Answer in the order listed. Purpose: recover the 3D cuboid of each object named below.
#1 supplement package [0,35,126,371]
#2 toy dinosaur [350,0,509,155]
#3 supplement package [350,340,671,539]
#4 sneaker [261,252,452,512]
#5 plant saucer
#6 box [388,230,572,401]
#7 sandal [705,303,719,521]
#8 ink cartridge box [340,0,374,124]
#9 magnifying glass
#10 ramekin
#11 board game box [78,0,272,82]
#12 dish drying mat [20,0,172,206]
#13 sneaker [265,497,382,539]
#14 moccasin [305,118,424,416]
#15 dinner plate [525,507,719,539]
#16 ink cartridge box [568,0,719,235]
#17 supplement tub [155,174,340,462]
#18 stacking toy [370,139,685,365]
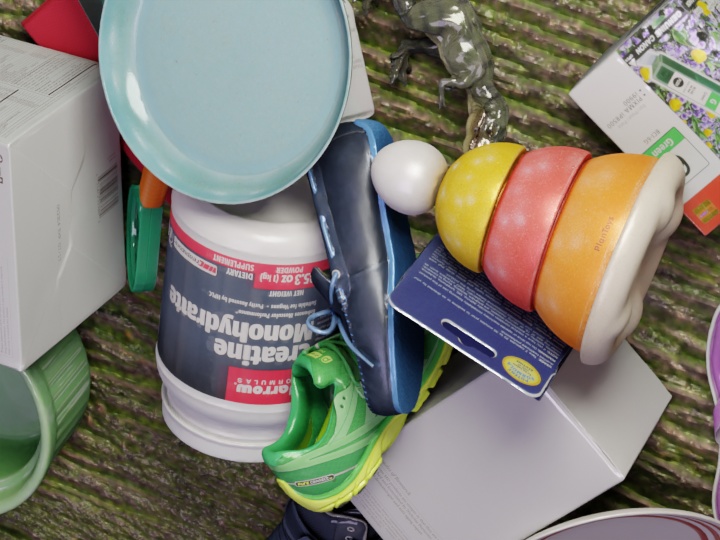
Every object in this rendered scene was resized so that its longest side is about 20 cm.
[{"bbox_3d":[-0.297,-0.064,1.782,0.199,0.147,0.192,17,124,23],"label":"supplement package"},{"bbox_3d":[0.047,-0.170,1.634,0.088,0.047,0.201,-9,101,36],"label":"toy dinosaur"},{"bbox_3d":[0.101,0.120,1.718,0.200,0.121,0.120,-36,97,36],"label":"supplement package"},{"bbox_3d":[0.001,0.071,1.673,0.083,0.201,0.074,36,166,-30],"label":"sneaker"},{"bbox_3d":[-0.087,-0.146,1.605,0.199,0.027,0.201,4,99,29],"label":"plant saucer"},{"bbox_3d":[0.098,0.012,1.612,0.121,0.200,0.032,33,127,6],"label":"box"},{"bbox_3d":[0.279,0.113,1.673,0.082,0.050,0.204,5,118,23],"label":"sandal"},{"bbox_3d":[-0.081,-0.191,1.675,0.162,0.057,0.201,-7,94,43],"label":"ink cartridge box"},{"bbox_3d":[-0.153,-0.047,1.740,0.022,0.080,0.200,-1,157,-10],"label":"magnifying glass"},{"bbox_3d":[-0.313,0.087,1.914,0.199,0.098,0.201,12,121,20],"label":"ramekin"},{"bbox_3d":[-0.144,-0.207,1.672,0.135,0.028,0.201,-37,78,40],"label":"board game box"},{"bbox_3d":[-0.165,-0.127,1.776,0.077,0.018,0.200,-35,97,36],"label":"dish drying mat"},{"bbox_3d":[0.019,0.241,1.851,0.202,0.077,0.147,33,128,7],"label":"sneaker"},{"bbox_3d":[0.000,0.000,1.627,0.068,0.080,0.201,-8,85,18],"label":"moccasin"},{"bbox_3d":[0.177,0.214,1.732,0.199,0.024,0.201,-7,146,-5],"label":"dinner plate"},{"bbox_3d":[0.246,-0.085,1.580,0.200,0.050,0.109,46,126,-3],"label":"ink cartridge box"},{"bbox_3d":[-0.076,0.023,1.739,0.140,0.140,0.201,18,122,16],"label":"supplement tub"},{"bbox_3d":[0.101,-0.039,1.556,0.199,0.146,0.147,24,124,12],"label":"stacking toy"}]
